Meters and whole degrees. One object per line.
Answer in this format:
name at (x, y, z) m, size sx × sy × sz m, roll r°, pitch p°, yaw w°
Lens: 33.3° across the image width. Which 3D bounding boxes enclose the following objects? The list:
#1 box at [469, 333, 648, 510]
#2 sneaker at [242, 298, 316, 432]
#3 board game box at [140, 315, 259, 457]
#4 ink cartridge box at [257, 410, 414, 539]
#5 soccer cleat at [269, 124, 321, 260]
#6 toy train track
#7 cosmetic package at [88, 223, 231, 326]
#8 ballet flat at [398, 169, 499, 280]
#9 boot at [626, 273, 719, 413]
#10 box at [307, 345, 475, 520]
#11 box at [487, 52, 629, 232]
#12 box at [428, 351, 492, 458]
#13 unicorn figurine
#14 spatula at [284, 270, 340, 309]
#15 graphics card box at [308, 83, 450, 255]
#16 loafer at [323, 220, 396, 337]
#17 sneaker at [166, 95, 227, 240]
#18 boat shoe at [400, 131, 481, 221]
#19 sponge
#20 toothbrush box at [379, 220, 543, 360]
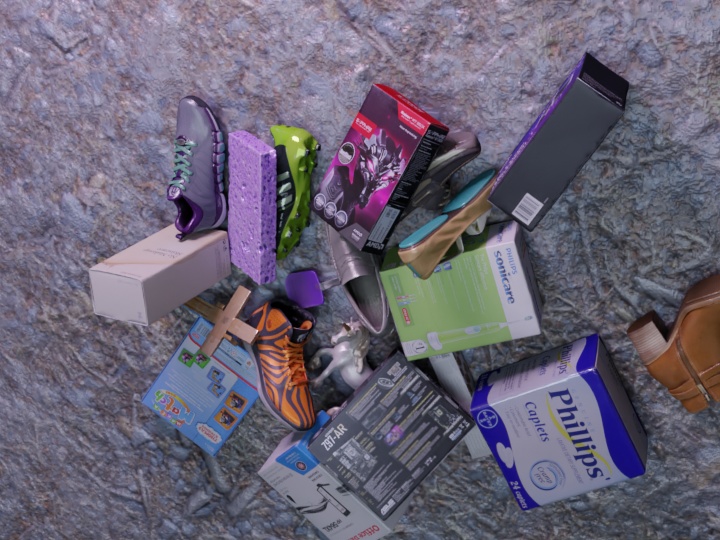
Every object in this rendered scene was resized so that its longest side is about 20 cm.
box at (0.288, 0.221, 1.737) m, size 0.199 × 0.105 × 0.185 m, roll -23°, pitch 105°, yaw 22°
sneaker at (-0.104, 0.133, 1.781) m, size 0.112 × 0.077 × 0.201 m, roll -42°, pitch 69°, yaw 37°
board game box at (-0.238, 0.180, 1.903) m, size 0.151 × 0.037 × 0.200 m, roll 37°, pitch 116°, yaw -1°
ink cartridge box at (-0.038, 0.331, 1.861) m, size 0.200 × 0.084 × 0.146 m, roll 43°, pitch 140°, yaw -4°
soccer cleat at (-0.111, -0.114, 1.737) m, size 0.081 × 0.067 × 0.202 m, roll 24°, pitch 117°, yaw 24°
toy train track at (-0.232, 0.063, 1.829) m, size 0.199 × 0.033 × 0.115 m, roll 28°, pitch 79°, yaw 25°
cosmetic package at (-0.286, 0.002, 1.741) m, size 0.103 × 0.200 × 0.074 m, roll 10°, pitch 116°, yaw 28°
ballet flat at (0.129, -0.060, 1.632) m, size 0.063 × 0.200 × 0.068 m, roll 57°, pitch 154°, yaw -14°
boot at (0.483, 0.103, 1.647) m, size 0.199 × 0.077 × 0.156 m, roll -35°, pitch 98°, yaw 28°
box at (0.045, 0.239, 1.762) m, size 0.160 × 0.044 × 0.200 m, roll 42°, pitch 94°, yaw -4°
box at (0.258, -0.168, 1.562) m, size 0.079 × 0.141 × 0.201 m, roll 36°, pitch 117°, yaw 1°
box at (0.151, 0.184, 1.796) m, size 0.041 × 0.039 × 0.201 m, roll -18°, pitch 106°, yaw 23°
unicorn figurine at (-0.018, 0.152, 1.819) m, size 0.137 × 0.074 × 0.200 m, roll -29°, pitch 118°, yaw 23°
spatula at (-0.021, 0.013, 1.780) m, size 0.198 × 0.021 × 0.057 m, roll -14°, pitch 101°, yaw 16°
graphics card box at (0.023, -0.138, 1.636) m, size 0.125 × 0.051 × 0.201 m, roll 40°, pitch 109°, yaw 36°
loafer at (0.000, 0.000, 1.725) m, size 0.070 × 0.070 × 0.201 m, roll -27°, pitch 87°, yaw 13°
sneaker at (-0.244, -0.146, 1.731) m, size 0.074 × 0.087 × 0.202 m, roll 8°, pitch 116°, yaw 35°
boat shoe at (0.093, -0.124, 1.673) m, size 0.199 × 0.075 × 0.073 m, roll -28°, pitch 113°, yaw 33°
sponge at (-0.157, -0.091, 1.734) m, size 0.030 × 0.111 × 0.202 m, roll -11°, pitch 118°, yaw -28°
toothbrush box at (0.144, 0.029, 1.698) m, size 0.198 × 0.086 × 0.147 m, roll -13°, pitch 111°, yaw 18°
